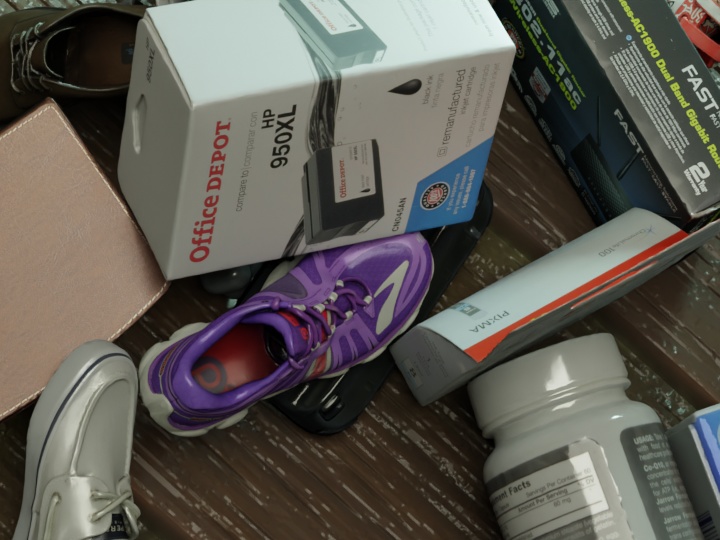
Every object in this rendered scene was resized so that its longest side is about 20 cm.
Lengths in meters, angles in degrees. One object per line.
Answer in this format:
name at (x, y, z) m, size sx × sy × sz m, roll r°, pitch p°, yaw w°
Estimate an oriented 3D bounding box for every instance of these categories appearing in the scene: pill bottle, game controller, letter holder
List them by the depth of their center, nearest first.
letter holder at (-0.227, 0.019, 1.539) m, size 0.200 × 0.101 × 0.142 m, roll -36°, pitch 89°, yaw -16°
pill bottle at (0.140, 0.146, 1.553) m, size 0.113 × 0.114 × 0.201 m, roll -16°, pitch 78°, yaw -13°
game controller at (0.000, 0.000, 1.602) m, size 0.104 × 0.042 × 0.200 m, roll 38°, pitch 72°, yaw -11°

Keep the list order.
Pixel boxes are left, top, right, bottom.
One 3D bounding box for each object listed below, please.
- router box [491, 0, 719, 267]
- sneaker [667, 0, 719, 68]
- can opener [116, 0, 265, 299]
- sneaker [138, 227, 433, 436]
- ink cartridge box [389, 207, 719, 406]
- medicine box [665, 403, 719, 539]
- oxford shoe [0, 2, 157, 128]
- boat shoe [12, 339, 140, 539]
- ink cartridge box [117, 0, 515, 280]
router box at (0.159, -0.105, 1.604) m, size 0.062 × 0.150 × 0.200 m, roll -28°, pitch 80°, yaw -15°
sneaker at (0.250, -0.179, 1.623) m, size 0.067 × 0.201 × 0.108 m, roll 33°, pitch 77°, yaw -27°
can opener at (-0.104, -0.077, 1.616) m, size 0.066 × 0.053 × 0.201 m, roll -22°, pitch 75°, yaw 22°
sneaker at (-0.033, 0.035, 1.519) m, size 0.200 × 0.083 × 0.081 m, roll -34°, pitch 95°, yaw -23°
ink cartridge box at (0.114, 0.008, 1.520) m, size 0.160 × 0.200 × 0.047 m, roll -27°, pitch 83°, yaw -18°
medicine box at (0.303, 0.152, 1.579) m, size 0.199 × 0.103 × 0.183 m, roll -17°, pitch 78°, yaw -15°
oxford shoe at (-0.190, -0.129, 1.565) m, size 0.199 × 0.084 × 0.073 m, roll -10°, pitch 85°, yaw 20°
boat shoe at (-0.159, 0.142, 1.494) m, size 0.066 × 0.072 × 0.201 m, roll 21°, pitch 94°, yaw 39°
ink cartridge box at (-0.027, -0.086, 1.492) m, size 0.199 × 0.145 × 0.084 m, roll -12°, pitch 51°, yaw -21°
